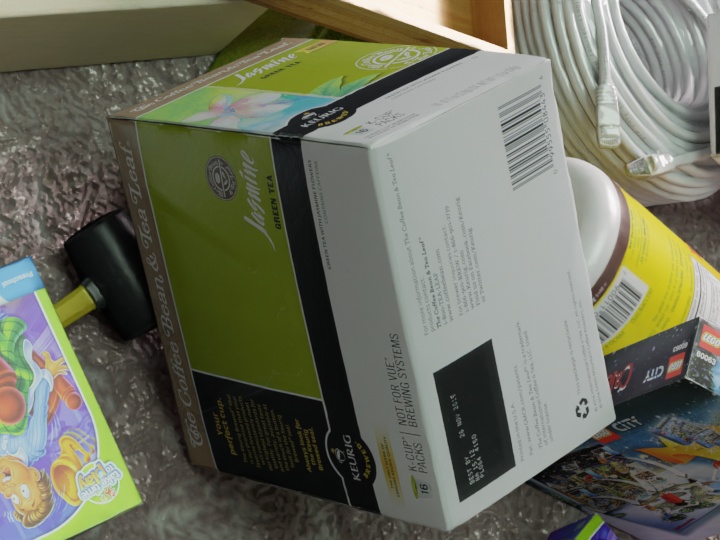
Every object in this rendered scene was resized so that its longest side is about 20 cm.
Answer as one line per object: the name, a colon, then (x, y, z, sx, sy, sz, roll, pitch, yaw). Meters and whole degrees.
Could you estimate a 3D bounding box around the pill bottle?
pill bottle: (0.150, 0.027, 1.367, 0.200, 0.109, 0.109, 37, 52, -39)

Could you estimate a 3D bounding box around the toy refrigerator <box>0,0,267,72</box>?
toy refrigerator: (-0.153, -0.155, 1.289, 0.200, 0.076, 0.070, -9, 75, -35)

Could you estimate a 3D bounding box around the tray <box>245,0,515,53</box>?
tray: (0.002, -0.180, 1.343, 0.200, 0.037, 0.099, 14, 65, -40)

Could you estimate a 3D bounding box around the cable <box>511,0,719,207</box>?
cable: (0.169, -0.135, 1.475, 0.200, 0.069, 0.200, 5, 68, -48)

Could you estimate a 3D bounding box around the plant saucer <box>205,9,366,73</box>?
plant saucer: (0.006, -0.069, 1.372, 0.200, 0.048, 0.200, 40, 54, -13)

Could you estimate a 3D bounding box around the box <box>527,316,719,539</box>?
box: (0.174, 0.094, 1.313, 0.137, 0.200, 0.038, 28, 62, -21)

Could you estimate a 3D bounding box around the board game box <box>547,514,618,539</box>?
board game box: (0.106, 0.247, 1.291, 0.134, 0.045, 0.200, 49, 52, -5)

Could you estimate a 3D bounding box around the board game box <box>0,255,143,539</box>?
board game box: (-0.220, 0.092, 1.136, 0.200, 0.045, 0.135, -24, 87, -30)

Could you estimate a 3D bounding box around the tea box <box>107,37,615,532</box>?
tea box: (0.000, 0.000, 1.203, 0.134, 0.197, 0.200, -29, 117, -39)

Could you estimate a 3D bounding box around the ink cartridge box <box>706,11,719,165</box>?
ink cartridge box: (0.267, -0.082, 1.496, 0.200, 0.037, 0.095, 34, 53, -56)

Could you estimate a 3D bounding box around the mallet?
mallet: (-0.171, 0.047, 1.218, 0.066, 0.041, 0.200, 51, 57, -7)
